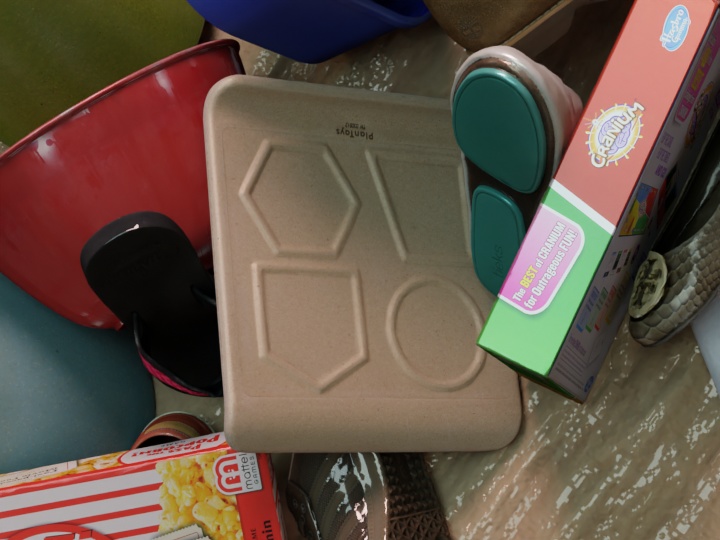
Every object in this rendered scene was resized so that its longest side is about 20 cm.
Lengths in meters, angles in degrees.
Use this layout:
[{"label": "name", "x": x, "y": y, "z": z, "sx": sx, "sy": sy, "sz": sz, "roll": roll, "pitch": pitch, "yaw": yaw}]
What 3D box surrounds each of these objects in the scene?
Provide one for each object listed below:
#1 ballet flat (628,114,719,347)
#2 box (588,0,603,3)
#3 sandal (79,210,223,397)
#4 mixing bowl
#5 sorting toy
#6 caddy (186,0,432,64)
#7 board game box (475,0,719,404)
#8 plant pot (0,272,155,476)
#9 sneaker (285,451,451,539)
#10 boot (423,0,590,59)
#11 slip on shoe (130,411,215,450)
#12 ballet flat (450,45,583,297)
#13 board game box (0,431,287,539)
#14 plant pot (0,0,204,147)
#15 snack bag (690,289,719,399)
[{"label": "ballet flat", "x": 0.192, "y": -0.052, "z": 0.885, "sx": 0.046, "sy": 0.067, "sz": 0.201, "roll": 34, "pitch": 82, "yaw": -19}, {"label": "box", "x": 0.098, "y": -0.246, "z": 0.912, "sx": 0.127, "sy": 0.109, "sz": 0.202, "roll": -7, "pitch": 100, "yaw": 18}, {"label": "sandal", "x": -0.093, "y": 0.035, "z": 0.909, "sx": 0.075, "sy": 0.200, "sz": 0.045, "roll": -32, "pitch": 59, "yaw": 3}, {"label": "mixing bowl", "x": -0.128, "y": -0.036, "z": 0.960, "sx": 0.199, "sy": 0.200, "sz": 0.109, "roll": -32, "pitch": 90, "yaw": 11}, {"label": "sorting toy", "x": 0.000, "y": 0.000, "z": 0.917, "sx": 0.036, "sy": 0.184, "sz": 0.202, "roll": -22, "pitch": 68, "yaw": 58}, {"label": "caddy", "x": -0.028, "y": -0.205, "z": 0.947, "sx": 0.104, "sy": 0.199, "sz": 0.143, "roll": -24, "pitch": 69, "yaw": 32}, {"label": "board game box", "x": 0.132, "y": -0.034, "z": 0.865, "sx": 0.040, "sy": 0.153, "sz": 0.201, "roll": 24, "pitch": 87, "yaw": 17}, {"label": "plant pot", "x": -0.241, "y": 0.084, "z": 0.992, "sx": 0.198, "sy": 0.135, "sz": 0.202, "roll": -4, "pitch": 77, "yaw": 19}, {"label": "sneaker", "x": 0.000, "y": 0.140, "z": 0.936, "sx": 0.075, "sy": 0.070, "sz": 0.202, "roll": -24, "pitch": 67, "yaw": 34}, {"label": "boot", "x": 0.113, "y": -0.183, "z": 0.814, "sx": 0.200, "sy": 0.075, "sz": 0.074, "roll": -38, "pitch": 28, "yaw": 21}, {"label": "slip on shoe", "x": -0.130, "y": 0.180, "z": 0.963, "sx": 0.073, "sy": 0.061, "sz": 0.202, "roll": 15, "pitch": 84, "yaw": 6}, {"label": "ballet flat", "x": 0.087, "y": -0.061, "z": 0.862, "sx": 0.069, "sy": 0.201, "sz": 0.070, "roll": -3, "pitch": 55, "yaw": 4}, {"label": "board game box", "x": -0.135, "y": 0.179, "z": 0.910, "sx": 0.198, "sy": 0.046, "sz": 0.153, "roll": -11, "pitch": 97, "yaw": 1}, {"label": "plant pot", "x": -0.219, "y": -0.193, "z": 0.994, "sx": 0.185, "sy": 0.200, "sz": 0.189, "roll": -8, "pitch": 68, "yaw": 21}, {"label": "snack bag", "x": 0.261, "y": 0.043, "z": 0.823, "sx": 0.200, "sy": 0.021, "sz": 0.190, "roll": -35, "pitch": 65, "yaw": 43}]
